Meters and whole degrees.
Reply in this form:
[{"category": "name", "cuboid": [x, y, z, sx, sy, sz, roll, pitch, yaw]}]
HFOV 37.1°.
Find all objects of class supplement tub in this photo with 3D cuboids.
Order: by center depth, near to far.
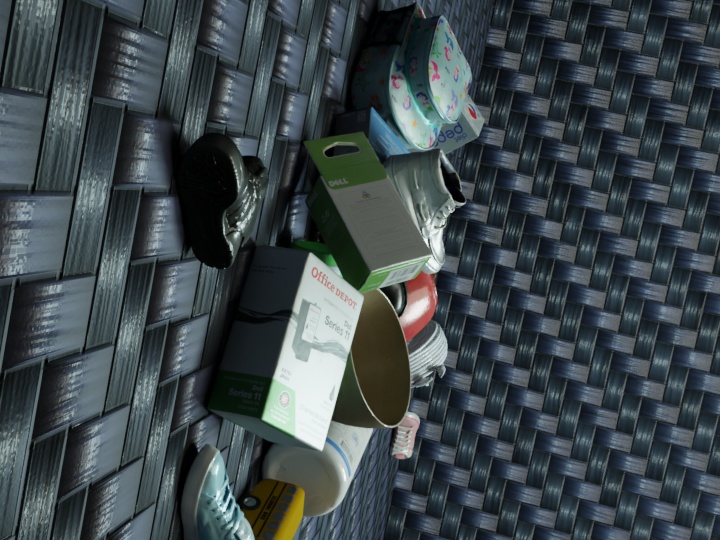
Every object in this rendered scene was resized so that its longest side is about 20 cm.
[{"category": "supplement tub", "cuboid": [-0.059, 0.259, 1.601, 0.200, 0.130, 0.134, -58, 159, -64]}]

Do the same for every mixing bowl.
[{"category": "mixing bowl", "cuboid": [0.065, 0.032, 1.826, 0.200, 0.107, 0.203, 162, -90, -82]}]

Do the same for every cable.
[{"category": "cable", "cuboid": [0.075, 0.166, 2.114, 0.200, 0.197, 0.070, -70, 139, -64]}]

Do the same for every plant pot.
[{"category": "plant pot", "cuboid": [-0.028, 0.133, 1.536, 0.200, 0.133, 0.203, 40, 44, -53]}]

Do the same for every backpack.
[{"category": "backpack", "cuboid": [0.074, -0.281, 1.628, 0.178, 0.149, 0.202, 54, 51, -42]}]

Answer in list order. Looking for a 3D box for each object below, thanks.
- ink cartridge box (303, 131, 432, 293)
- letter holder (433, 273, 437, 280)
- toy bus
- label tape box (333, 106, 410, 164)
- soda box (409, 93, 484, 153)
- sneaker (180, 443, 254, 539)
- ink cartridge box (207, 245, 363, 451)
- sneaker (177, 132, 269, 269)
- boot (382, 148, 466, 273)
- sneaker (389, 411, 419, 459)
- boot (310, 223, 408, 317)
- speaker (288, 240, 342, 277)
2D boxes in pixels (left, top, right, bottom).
[{"category": "ink cartridge box", "cuboid": [-0.002, -0.076, 1.379, 0.103, 0.202, 0.059, -14, 157, -35]}, {"category": "letter holder", "cuboid": [0.051, 0.036, 2.122, 0.101, 0.142, 0.200, -45, -173, 29]}, {"category": "toy bus", "cuboid": [-0.139, 0.359, 1.413, 0.200, 0.077, 0.066, -60, 160, -62]}, {"category": "label tape box", "cuboid": [0.015, -0.107, 1.526, 0.144, 0.062, 0.203, 40, 47, -55]}, {"category": "soda box", "cuboid": [0.102, -0.218, 1.767, 0.069, 0.198, 0.064, 52, 34, -20]}, {"category": "sneaker", "cuboid": [-0.154, 0.280, 1.209, 0.074, 0.081, 0.202, -66, 165, -52]}, {"category": "ink cartridge box", "cuboid": [-0.083, 0.091, 1.254, 0.146, 0.082, 0.203, 39, 61, -54]}, {"category": "sneaker", "cuboid": [-0.124, -0.080, 1.007, 0.201, 0.059, 0.105, 99, 10, -52]}, {"category": "boot", "cuboid": [0.106, -0.081, 1.527, 0.074, 0.094, 0.201, -71, 144, -46]}, {"category": "sneaker", "cuboid": [0.132, 0.503, 3.221, 0.201, 0.074, 0.106, 95, 6, -58]}, {"category": "boot", "cuboid": [-0.002, 0.000, 1.593, 0.213, 0.079, 0.158, 62, 16, -11]}, {"category": "speaker", "cuboid": [-0.074, 0.067, 1.407, 0.088, 0.087, 0.203, -33, 135, -77]}]
